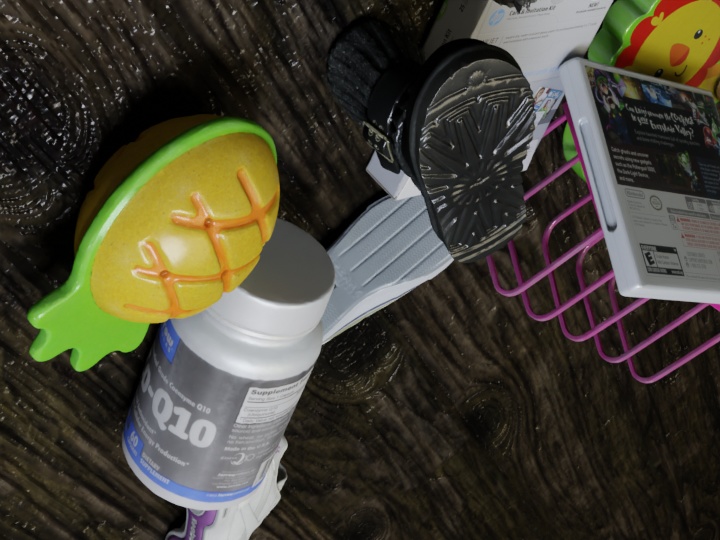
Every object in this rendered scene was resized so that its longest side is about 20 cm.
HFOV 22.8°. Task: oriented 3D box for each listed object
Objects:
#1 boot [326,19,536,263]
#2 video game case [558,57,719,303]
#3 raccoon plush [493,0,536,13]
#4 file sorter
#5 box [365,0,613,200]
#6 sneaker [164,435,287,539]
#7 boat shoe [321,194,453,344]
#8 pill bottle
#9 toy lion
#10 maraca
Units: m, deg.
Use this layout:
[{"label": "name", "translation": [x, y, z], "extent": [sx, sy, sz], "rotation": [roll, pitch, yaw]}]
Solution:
[{"label": "boot", "translation": [0.039, -0.114, 1.147], "extent": [0.079, 0.158, 0.212], "rotation": [-24, 151, -12]}, {"label": "video game case", "translation": [0.236, -0.064, 1.369], "extent": [0.023, 0.183, 0.199], "rotation": [-25, 161, 38]}, {"label": "raccoon plush", "translation": [0.136, -0.231, 1.108], "extent": [0.134, 0.200, 0.097], "rotation": [-39, 119, -11]}, {"label": "file sorter", "translation": [0.202, -0.015, 1.446], "extent": [0.125, 0.140, 0.200], "rotation": [-37, 133, 27]}, {"label": "box", "translation": [0.102, -0.150, 1.308], "extent": [0.155, 0.041, 0.201], "rotation": [-16, 143, -43]}, {"label": "sneaker", "translation": [-0.106, 0.210, 1.491], "extent": [0.099, 0.075, 0.201], "rotation": [-21, 145, -34]}, {"label": "boat shoe", "translation": [0.000, 0.000, 1.369], "extent": [0.199, 0.072, 0.062], "rotation": [-33, 176, -13]}, {"label": "pill bottle", "translation": [-0.092, 0.064, 1.266], "extent": [0.113, 0.114, 0.201], "rotation": [-17, 142, -41]}, {"label": "toy lion", "translation": [0.240, -0.158, 1.470], "extent": [0.200, 0.069, 0.191], "rotation": [-48, 145, 9]}, {"label": "maraca", "translation": [-0.128, -0.015, 1.113], "extent": [0.200, 0.107, 0.137], "rotation": [-48, 150, 9]}]
